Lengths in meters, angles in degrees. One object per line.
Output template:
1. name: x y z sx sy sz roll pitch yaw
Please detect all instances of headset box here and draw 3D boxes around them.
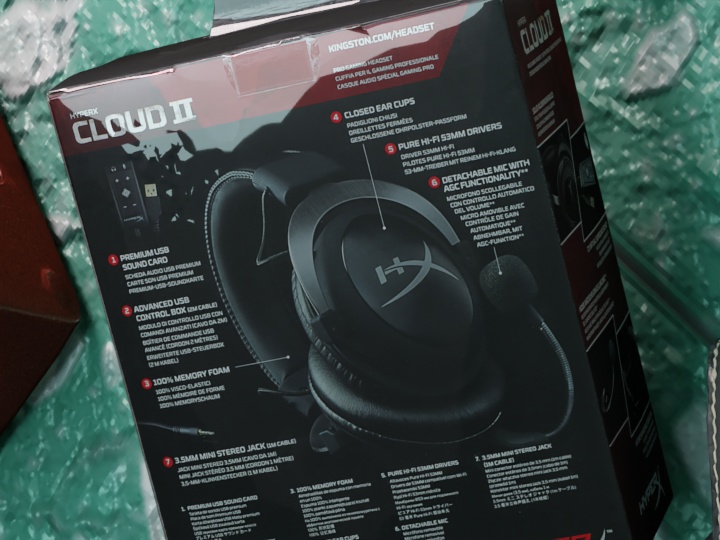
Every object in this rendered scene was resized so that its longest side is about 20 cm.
1. headset box: 0.000 0.000 0.874 0.149 0.077 0.200 -12 99 17

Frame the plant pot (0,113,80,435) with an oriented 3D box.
1. plant pot: -0.226 -0.001 1.053 0.176 0.200 0.200 -32 69 21

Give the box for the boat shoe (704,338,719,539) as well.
1. boat shoe: 0.116 0.113 0.843 0.066 0.074 0.200 -10 92 26
